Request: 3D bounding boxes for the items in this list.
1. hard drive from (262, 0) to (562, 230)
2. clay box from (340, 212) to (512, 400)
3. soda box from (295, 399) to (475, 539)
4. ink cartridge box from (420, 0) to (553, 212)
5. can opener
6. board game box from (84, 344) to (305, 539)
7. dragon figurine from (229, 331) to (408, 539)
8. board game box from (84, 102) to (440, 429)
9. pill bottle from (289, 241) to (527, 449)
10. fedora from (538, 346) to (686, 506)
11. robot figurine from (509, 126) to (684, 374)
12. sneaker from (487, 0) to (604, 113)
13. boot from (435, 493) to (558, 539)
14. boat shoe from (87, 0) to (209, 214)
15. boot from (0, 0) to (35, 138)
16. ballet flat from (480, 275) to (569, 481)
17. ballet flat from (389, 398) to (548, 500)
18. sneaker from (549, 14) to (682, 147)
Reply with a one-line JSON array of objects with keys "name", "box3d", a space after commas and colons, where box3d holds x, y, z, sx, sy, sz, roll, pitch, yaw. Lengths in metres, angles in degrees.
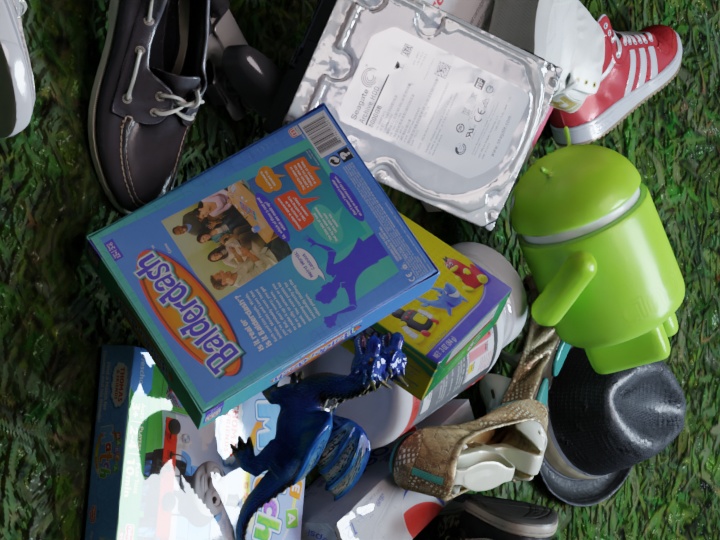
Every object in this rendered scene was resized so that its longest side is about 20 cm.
[{"name": "hard drive", "box3d": [0.042, -0.128, 1.656, 0.200, 0.038, 0.140, 23, 93, -26]}, {"name": "clay box", "box3d": [0.000, 0.000, 1.656, 0.115, 0.200, 0.048, -43, 163, -45]}, {"name": "soda box", "box3d": [0.019, 0.175, 1.757, 0.200, 0.068, 0.063, -39, 118, -46]}, {"name": "ink cartridge box", "box3d": [0.069, -0.168, 1.824, 0.200, 0.084, 0.145, 55, 49, -35]}, {"name": "can opener", "box3d": [-0.107, -0.193, 1.616, 0.053, 0.067, 0.200, -60, 138, -35]}, {"name": "board game box", "box3d": [-0.115, 0.142, 1.614, 0.200, 0.037, 0.151, 14, 77, -51]}, {"name": "dragon figurine", "box3d": [-0.035, 0.127, 1.582, 0.059, 0.099, 0.200, 25, 86, -47]}, {"name": "board game box", "box3d": [-0.069, -0.005, 1.547, 0.200, 0.045, 0.152, -30, 79, -17]}, {"name": "pill bottle", "box3d": [0.042, 0.054, 1.753, 0.200, 0.116, 0.116, -30, 112, -48]}, {"name": "fedora", "box3d": [0.233, 0.125, 2.006, 0.201, 0.092, 0.201, 3, 86, -51]}, {"name": "robot figurine", "box3d": [0.197, -0.016, 1.834, 0.200, 0.116, 0.175, 66, 28, -19]}, {"name": "sneaker", "box3d": [0.147, -0.150, 1.794, 0.116, 0.074, 0.200, 43, 56, -38]}, {"name": "boot", "box3d": [0.098, 0.257, 1.776, 0.073, 0.200, 0.151, 10, 85, -18]}, {"name": "boat shoe", "box3d": [-0.142, -0.132, 1.546, 0.073, 0.063, 0.200, -5, 107, -42]}, {"name": "boot", "box3d": [-0.233, -0.194, 1.452, 0.096, 0.074, 0.200, -28, 109, -41]}, {"name": "ballet flat", "box3d": [0.140, 0.089, 1.910, 0.071, 0.065, 0.200, 85, 23, -58]}, {"name": "ballet flat", "box3d": [0.104, 0.149, 1.753, 0.200, 0.065, 0.071, -13, 122, -49]}, {"name": "sneaker", "box3d": [0.229, -0.208, 2.040, 0.200, 0.071, 0.113, -44, 124, -41]}]
